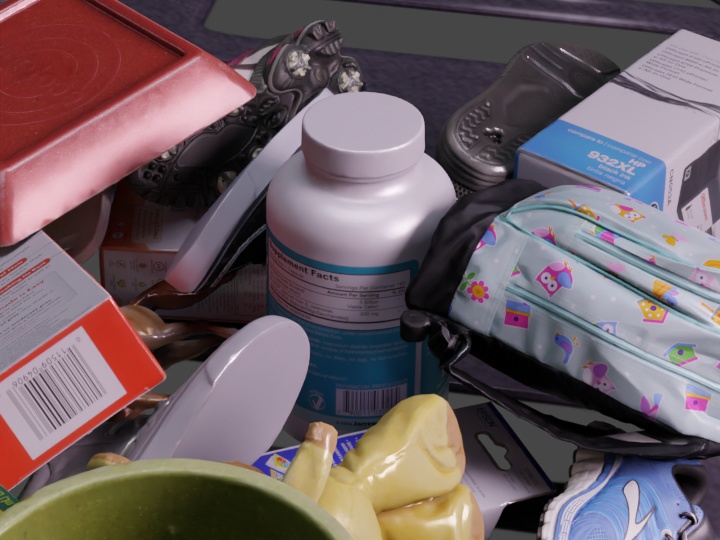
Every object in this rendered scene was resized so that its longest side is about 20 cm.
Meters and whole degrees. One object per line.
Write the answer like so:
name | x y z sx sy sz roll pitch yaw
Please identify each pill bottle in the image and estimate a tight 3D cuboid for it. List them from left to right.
pill bottle | 0.000 0.000 1.460 0.110 0.201 0.111 1 33 -1

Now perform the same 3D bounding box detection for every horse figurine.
horse figurine | -0.126 0.061 1.497 0.132 0.050 0.200 3 37 12

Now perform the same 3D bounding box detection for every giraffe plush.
giraffe plush | -0.050 0.148 1.277 0.162 0.173 0.200 -1 -4 33

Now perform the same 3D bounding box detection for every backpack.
backpack | 0.144 0.025 1.396 0.200 0.127 0.167 26 17 24

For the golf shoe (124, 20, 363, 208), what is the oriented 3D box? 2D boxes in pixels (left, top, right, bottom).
golf shoe | -0.087 -0.094 1.636 0.200 0.077 0.088 -33 19 -38

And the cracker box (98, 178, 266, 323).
cracker box | -0.061 -0.025 1.627 0.199 0.058 0.134 3 34 2

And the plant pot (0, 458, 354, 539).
plant pot | -0.085 0.220 1.114 0.199 0.190 0.200 -2 44 2

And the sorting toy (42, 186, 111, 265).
sorting toy | -0.237 -0.052 1.618 0.199 0.107 0.180 -13 39 -6

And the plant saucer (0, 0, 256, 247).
plant saucer | -0.201 -0.113 1.567 0.200 0.037 0.199 -34 44 -25

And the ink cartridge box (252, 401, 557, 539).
ink cartridge box | 0.001 0.130 1.413 0.199 0.037 0.095 -14 35 -17

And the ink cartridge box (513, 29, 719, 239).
ink cartridge box | 0.179 -0.042 1.582 0.084 0.146 0.200 23 39 29

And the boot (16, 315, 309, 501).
boot | -0.119 0.094 1.379 0.095 0.074 0.200 23 65 39

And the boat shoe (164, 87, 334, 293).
boat shoe | -0.048 -0.036 1.536 0.068 0.074 0.199 42 38 -2

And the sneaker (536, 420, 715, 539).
sneaker | 0.144 0.150 1.347 0.089 0.079 0.200 9 34 16

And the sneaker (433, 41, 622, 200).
sneaker | 0.097 -0.074 1.610 0.076 0.114 0.199 38 42 10

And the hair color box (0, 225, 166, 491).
hair color box | -0.195 0.044 1.428 0.111 0.064 0.200 -36 24 -9

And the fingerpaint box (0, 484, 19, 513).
fingerpaint box | -0.249 0.171 1.295 0.167 0.074 0.200 -27 42 -28
